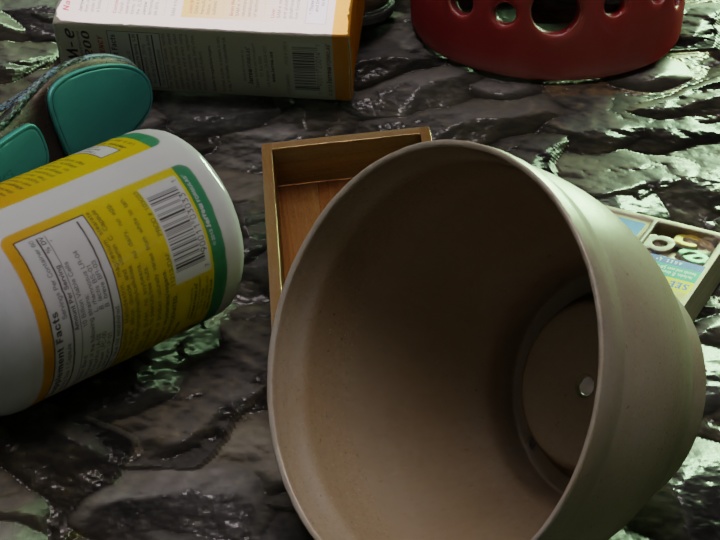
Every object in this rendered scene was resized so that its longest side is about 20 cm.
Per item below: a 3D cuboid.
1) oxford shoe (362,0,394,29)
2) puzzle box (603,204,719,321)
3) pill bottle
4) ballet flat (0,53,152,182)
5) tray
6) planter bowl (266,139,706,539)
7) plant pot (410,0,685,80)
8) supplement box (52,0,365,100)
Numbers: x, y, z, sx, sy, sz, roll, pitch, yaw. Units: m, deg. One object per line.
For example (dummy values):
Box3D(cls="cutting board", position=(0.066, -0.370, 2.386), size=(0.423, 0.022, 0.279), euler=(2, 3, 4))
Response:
Box3D(cls="oxford shoe", position=(-0.004, -0.239, 1.456), size=(0.073, 0.084, 0.200), euler=(7, 33, 7))
Box3D(cls="puzzle box", position=(0.097, -0.004, 1.125), size=(0.200, 0.025, 0.133), euler=(15, 34, 22))
Box3D(cls="pill bottle", position=(-0.168, 0.008, 1.014), size=(0.113, 0.113, 0.200), euler=(28, 40, 37))
Box3D(cls="ballet flat", position=(-0.209, -0.082, 1.212), size=(0.074, 0.074, 0.200), euler=(17, 31, 25))
Box3D(cls="tray", position=(0.000, 0.000, 1.067), size=(0.099, 0.037, 0.200), euler=(-6, 41, 0))
Box3D(cls="planter bowl", position=(0.073, 0.050, 0.902), size=(0.135, 0.200, 0.200), euler=(10, 18, -44))
Box3D(cls="plant pot", position=(0.139, -0.255, 1.395), size=(0.200, 0.183, 0.200), euler=(3, 31, -2))
Box3D(cls="supplement box", position=(-0.098, -0.189, 1.339), size=(0.200, 0.074, 0.126), euler=(4, 58, 5))
